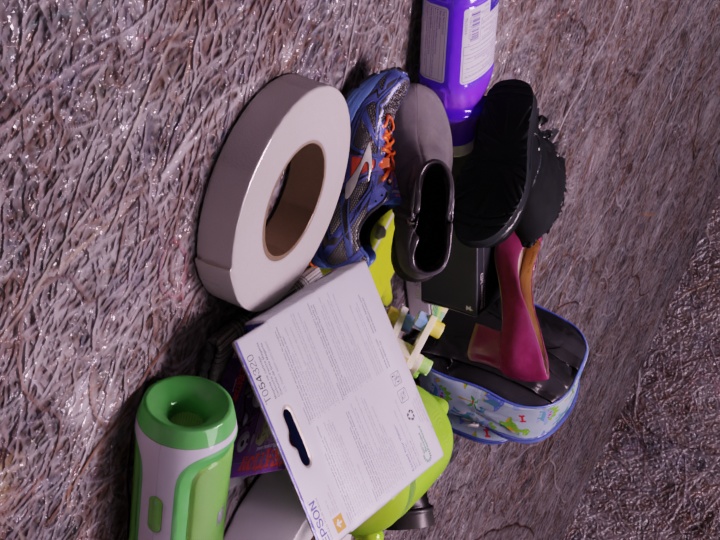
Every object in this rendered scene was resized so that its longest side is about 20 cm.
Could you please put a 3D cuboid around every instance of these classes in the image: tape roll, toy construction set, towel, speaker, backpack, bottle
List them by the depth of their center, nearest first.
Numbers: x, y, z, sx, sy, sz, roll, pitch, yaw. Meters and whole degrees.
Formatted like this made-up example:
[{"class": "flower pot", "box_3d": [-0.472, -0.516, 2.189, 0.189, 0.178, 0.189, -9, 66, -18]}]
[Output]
[{"class": "speaker", "box_3d": [-0.149, 0.188, 1.293, 0.088, 0.088, 0.201, -44, 149, -51]}, {"class": "tape roll", "box_3d": [-0.070, -0.064, 1.312, 0.203, 0.037, 0.203, -55, 157, -36]}, {"class": "towel", "box_3d": [-0.097, 0.114, 1.434, 0.192, 0.034, 0.201, -38, 145, -57]}, {"class": "bottle", "box_3d": [0.095, -0.209, 1.545, 0.084, 0.065, 0.201, -43, 145, -43]}, {"class": "tape roll", "box_3d": [-0.078, 0.293, 1.622, 0.203, 0.071, 0.203, -53, 156, -38]}, {"class": "toy construction set", "box_3d": [0.009, 0.135, 1.657, 0.200, 0.092, 0.131, -49, 179, -28]}, {"class": "backpack", "box_3d": [0.170, 0.120, 1.912, 0.183, 0.199, 0.147, -54, 159, -38]}]

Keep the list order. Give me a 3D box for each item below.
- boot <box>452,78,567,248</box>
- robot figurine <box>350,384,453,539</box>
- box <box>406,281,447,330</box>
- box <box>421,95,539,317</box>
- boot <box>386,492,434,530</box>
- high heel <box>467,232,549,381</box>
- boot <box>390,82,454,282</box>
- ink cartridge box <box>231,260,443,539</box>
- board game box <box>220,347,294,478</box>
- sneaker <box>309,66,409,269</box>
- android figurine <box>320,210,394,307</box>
[{"class": "boot", "box_3d": [0.156, -0.078, 1.583, 0.163, 0.073, 0.199, 59, 40, -56]}, {"class": "robot figurine", "box_3d": [0.016, 0.179, 1.505, 0.200, 0.115, 0.176, -37, 137, -58]}, {"class": "box", "box_3d": [0.113, -0.042, 1.837, 0.200, 0.036, 0.145, -57, 158, -26]}, {"class": "box", "box_3d": [0.131, -0.072, 1.715, 0.141, 0.079, 0.201, -37, 133, -49]}, {"class": "boot", "box_3d": [0.043, 0.222, 1.868, 0.211, 0.079, 0.159, 158, -75, -77]}, {"class": "high heel", "box_3d": [0.186, 0.017, 1.678, 0.067, 0.096, 0.201, 33, 75, -58]}, {"class": "boot", "box_3d": [0.064, -0.090, 1.462, 0.132, 0.069, 0.201, 124, -38, -82]}, {"class": "ink cartridge box", "box_3d": [-0.026, 0.115, 1.350, 0.200, 0.043, 0.197, -30, 102, -49]}, {"class": "board game box", "box_3d": [-0.079, 0.125, 1.422, 0.120, 0.032, 0.200, -67, 159, 7]}, {"class": "sneaker", "box_3d": [0.009, -0.089, 1.435, 0.075, 0.078, 0.201, -2, 112, -70]}, {"class": "android figurine", "box_3d": [0.000, 0.000, 1.561, 0.200, 0.041, 0.182, 84, 30, -56]}]
